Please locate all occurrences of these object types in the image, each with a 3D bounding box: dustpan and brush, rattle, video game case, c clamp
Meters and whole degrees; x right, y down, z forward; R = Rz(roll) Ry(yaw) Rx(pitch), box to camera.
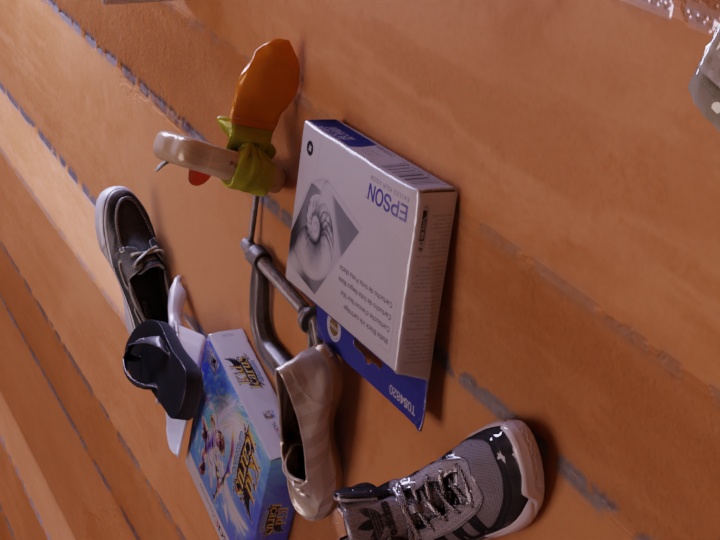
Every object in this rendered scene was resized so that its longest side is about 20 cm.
[{"bbox_3d":[-0.204,0.091,1.476,0.140,0.057,0.201,110,172,-52],"label":"dustpan and brush"},{"bbox_3d":[-0.131,-0.144,1.238,0.200,0.129,0.144,-139,49,-78],"label":"rattle"},{"bbox_3d":[-0.125,0.196,1.372,0.182,0.045,0.201,55,144,40],"label":"video game case"},{"bbox_3d":[-0.076,0.036,1.246,0.200,0.027,0.172,50,140,47],"label":"c clamp"}]

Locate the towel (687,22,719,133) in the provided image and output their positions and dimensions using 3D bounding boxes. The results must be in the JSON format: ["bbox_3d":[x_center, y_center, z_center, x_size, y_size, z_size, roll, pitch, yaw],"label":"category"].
[{"bbox_3d":[0.231,-0.103,0.584,0.193,0.034,0.201,58,146,38],"label":"towel"}]

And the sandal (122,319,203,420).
[{"bbox_3d":[-0.218,0.098,1.385,0.200,0.043,0.077,22,100,62],"label":"sandal"}]

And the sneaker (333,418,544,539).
[{"bbox_3d":[0.048,0.170,0.941,0.200,0.113,0.076,-52,53,56],"label":"sneaker"}]

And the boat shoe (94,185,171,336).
[{"bbox_3d":[-0.258,-0.006,1.566,0.071,0.072,0.201,-6,103,55],"label":"boat shoe"}]

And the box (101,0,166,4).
[{"bbox_3d":[-0.257,-0.384,1.408,0.201,0.094,0.078,66,150,30],"label":"box"}]

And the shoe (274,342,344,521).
[{"bbox_3d":[-0.053,0.152,1.181,0.070,0.053,0.201,38,138,39],"label":"shoe"}]

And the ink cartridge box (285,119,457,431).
[{"bbox_3d":[0.000,0.000,1.053,0.199,0.040,0.202,36,126,55],"label":"ink cartridge box"}]
